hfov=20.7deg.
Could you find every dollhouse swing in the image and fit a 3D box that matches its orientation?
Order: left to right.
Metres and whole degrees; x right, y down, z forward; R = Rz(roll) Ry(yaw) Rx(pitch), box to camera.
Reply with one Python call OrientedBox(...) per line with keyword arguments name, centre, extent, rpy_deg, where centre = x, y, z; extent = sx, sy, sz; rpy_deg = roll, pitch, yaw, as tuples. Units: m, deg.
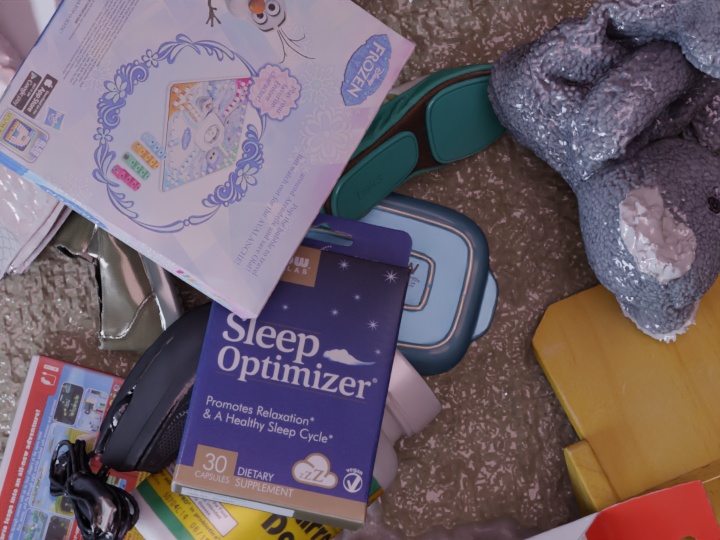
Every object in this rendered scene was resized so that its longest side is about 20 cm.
OrientedBox(name="dollhouse swing", centre=(0.233, 0.115, 1.363), extent=(0.199, 0.176, 0.182), rpy_deg=(-23, 128, -6))

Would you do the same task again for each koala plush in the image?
OrientedBox(name="koala plush", centre=(0.186, -0.062, 1.297), extent=(0.182, 0.177, 0.201), rpy_deg=(-9, 72, 3))

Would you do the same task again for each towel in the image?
OrientedBox(name="towel", centre=(-0.262, -0.103, 1.280), extent=(0.032, 0.191, 0.200), rpy_deg=(-38, 87, -34))

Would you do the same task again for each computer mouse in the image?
OrientedBox(name="computer mouse", centre=(-0.125, 0.081, 1.274), extent=(0.200, 0.138, 0.053), rpy_deg=(-42, 115, -7))

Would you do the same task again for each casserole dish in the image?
OrientedBox(name="casserole dish", centre=(0.000, 0.000, 1.357), extent=(0.199, 0.039, 0.122), rpy_deg=(15, 85, -3))

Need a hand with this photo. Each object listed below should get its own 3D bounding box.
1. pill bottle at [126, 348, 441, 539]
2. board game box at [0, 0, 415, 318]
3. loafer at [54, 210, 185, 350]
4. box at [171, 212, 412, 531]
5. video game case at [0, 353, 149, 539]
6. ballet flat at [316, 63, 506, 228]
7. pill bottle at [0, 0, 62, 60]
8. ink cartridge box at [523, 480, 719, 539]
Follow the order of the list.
OrientedBox(name="pill bottle", centre=(-0.047, 0.127, 1.288), extent=(0.200, 0.113, 0.113), rpy_deg=(-41, 88, -7))
OrientedBox(name="board game box", centre=(-0.099, -0.107, 1.196), extent=(0.198, 0.043, 0.201), rpy_deg=(33, 79, -13))
OrientedBox(name="loafer", centre=(-0.176, -0.036, 1.331), extent=(0.069, 0.075, 0.201), rpy_deg=(-19, 86, -9))
OrientedBox(name="box", centre=(-0.039, 0.052, 1.232), extent=(0.120, 0.032, 0.201), rpy_deg=(12, 69, -2))
OrientedBox(name="video game case", centre=(-0.147, 0.152, 1.344), extent=(0.199, 0.017, 0.144), rpy_deg=(16, 84, -3))
OrientedBox(name="ballet flat", centre=(0.026, -0.096, 1.345), extent=(0.200, 0.068, 0.070), rpy_deg=(-33, 43, -31))
OrientedBox(name="pill bottle", centre=(-0.129, -0.164, 1.287), extent=(0.199, 0.112, 0.113), rpy_deg=(-7, 85, -35))
OrientedBox(name="ink cartridge box", centre=(0.151, 0.233, 1.279), extent=(0.199, 0.047, 0.161), rpy_deg=(-21, 128, 7))
